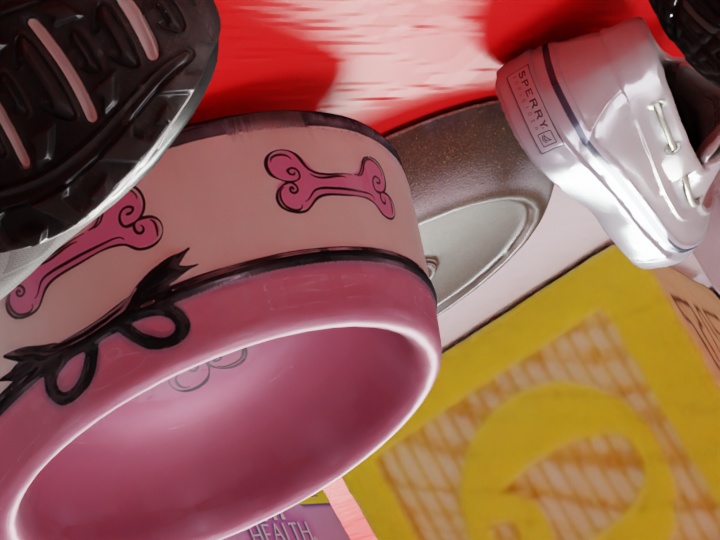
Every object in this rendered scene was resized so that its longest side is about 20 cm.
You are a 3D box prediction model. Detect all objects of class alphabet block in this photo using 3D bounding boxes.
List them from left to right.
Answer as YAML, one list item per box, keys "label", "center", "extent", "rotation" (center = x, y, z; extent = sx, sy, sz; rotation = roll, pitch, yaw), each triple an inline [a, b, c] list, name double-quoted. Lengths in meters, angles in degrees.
- label: "alphabet block"
  center: [0.130, 0.123, 1.420]
  extent: [0.195, 0.197, 0.200]
  rotation: [-35, 164, 11]

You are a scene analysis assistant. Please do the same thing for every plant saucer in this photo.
- label: "plant saucer"
  center: [0.000, 0.000, 1.098]
  extent: [0.200, 0.032, 0.200]
  rotation: [-27, 164, -8]

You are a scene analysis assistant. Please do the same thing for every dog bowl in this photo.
- label: "dog bowl"
  center: [-0.061, 0.033, 0.945]
  extent: [0.200, 0.074, 0.200]
  rotation: [-22, 156, -11]

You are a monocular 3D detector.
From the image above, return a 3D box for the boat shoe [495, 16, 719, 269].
- label: "boat shoe"
  center: [0.117, -0.049, 1.065]
  extent: [0.067, 0.074, 0.200]
  rotation: [-25, 166, 16]

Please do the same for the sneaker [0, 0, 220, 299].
- label: "sneaker"
  center: [-0.107, -0.029, 0.747]
  extent: [0.200, 0.074, 0.079]
  rotation: [-34, 175, 37]

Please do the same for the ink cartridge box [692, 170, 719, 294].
- label: "ink cartridge box"
  center: [0.237, -0.079, 1.182]
  extent: [0.200, 0.084, 0.145]
  rotation: [-40, 162, 30]

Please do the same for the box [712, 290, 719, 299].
- label: "box"
  center: [0.243, 0.112, 1.590]
  extent: [0.200, 0.199, 0.123]
  rotation: [-28, 165, -11]

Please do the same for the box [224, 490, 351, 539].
- label: "box"
  center: [-0.120, 0.175, 1.307]
  extent: [0.200, 0.097, 0.176]
  rotation: [-36, 164, 17]

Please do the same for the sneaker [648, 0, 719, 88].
- label: "sneaker"
  center: [0.168, -0.128, 0.930]
  extent: [0.091, 0.076, 0.200]
  rotation: [-31, 171, -33]
